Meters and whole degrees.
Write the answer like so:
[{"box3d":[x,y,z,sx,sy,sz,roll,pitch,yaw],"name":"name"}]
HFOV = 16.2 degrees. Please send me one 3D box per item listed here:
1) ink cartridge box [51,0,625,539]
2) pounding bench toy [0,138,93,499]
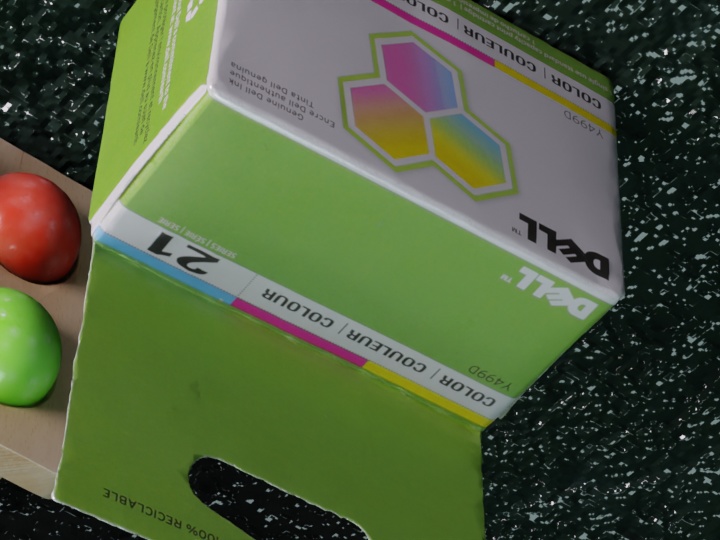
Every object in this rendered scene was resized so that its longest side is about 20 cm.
[{"box3d":[0.000,0.000,0.737,0.147,0.200,0.076,26,129,-21],"name":"ink cartridge box"},{"box3d":[-0.169,0.052,0.795,0.124,0.200,0.156,31,128,-24],"name":"pounding bench toy"}]
